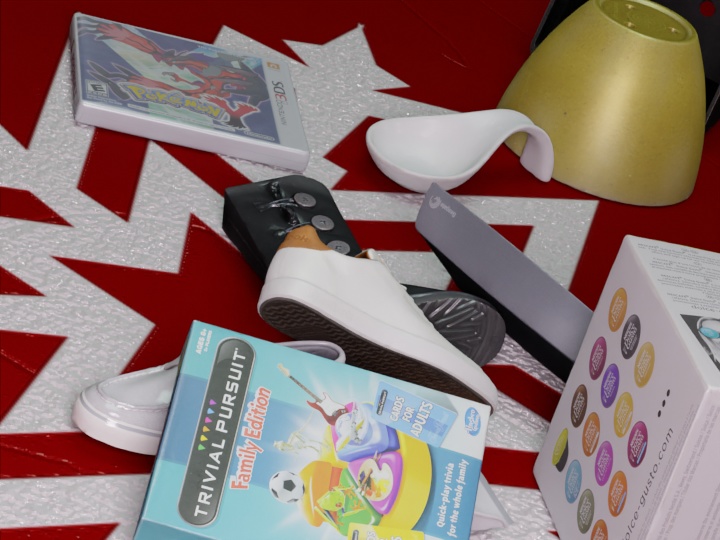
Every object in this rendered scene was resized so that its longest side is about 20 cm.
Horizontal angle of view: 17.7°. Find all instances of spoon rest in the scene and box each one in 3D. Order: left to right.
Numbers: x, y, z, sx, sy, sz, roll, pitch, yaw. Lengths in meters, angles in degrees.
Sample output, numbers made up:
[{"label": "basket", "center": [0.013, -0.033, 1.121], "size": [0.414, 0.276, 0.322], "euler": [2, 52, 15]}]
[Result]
[{"label": "spoon rest", "center": [0.091, -0.107, 2.012], "size": [0.200, 0.061, 0.099], "euler": [-5, 36, -41]}]

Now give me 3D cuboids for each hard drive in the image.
[{"label": "hard drive", "center": [0.126, 0.025, 1.736], "size": [0.200, 0.042, 0.135], "euler": [41, -6, 34]}]

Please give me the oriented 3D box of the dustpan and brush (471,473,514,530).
[{"label": "dustpan and brush", "center": [-0.008, 0.118, 1.522], "size": [0.199, 0.057, 0.140], "euler": [-5, 35, -22]}]

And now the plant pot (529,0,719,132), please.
[{"label": "plant pot", "center": [0.321, -0.264, 2.334], "size": [0.200, 0.200, 0.177], "euler": [30, 17, 20]}]

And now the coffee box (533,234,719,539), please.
[{"label": "coffee box", "center": [0.255, 0.122, 1.537], "size": [0.199, 0.200, 0.198], "euler": [10, 28, -17]}]

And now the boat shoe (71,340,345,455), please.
[{"label": "boat shoe", "center": [-0.095, 0.077, 1.532], "size": [0.200, 0.069, 0.072], "euler": [2, 29, -31]}]

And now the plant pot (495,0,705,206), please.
[{"label": "plant pot", "center": [0.238, -0.171, 2.138], "size": [0.199, 0.142, 0.200], "euler": [15, 28, -8]}]

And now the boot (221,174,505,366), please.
[{"label": "boot", "center": [-0.001, 0.000, 1.757], "size": [0.164, 0.066, 0.200], "euler": [5, 26, -30]}]

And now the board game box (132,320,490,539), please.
[{"label": "board game box", "center": [-0.028, 0.129, 1.441], "size": [0.199, 0.047, 0.151], "euler": [16, 52, -6]}]

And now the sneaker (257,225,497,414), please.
[{"label": "sneaker", "center": [0.023, 0.033, 1.619], "size": [0.200, 0.073, 0.085], "euler": [34, 52, -26]}]

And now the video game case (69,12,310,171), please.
[{"label": "video game case", "center": [-0.148, -0.155, 1.982], "size": [0.199, 0.023, 0.182], "euler": [12, 28, -15]}]
